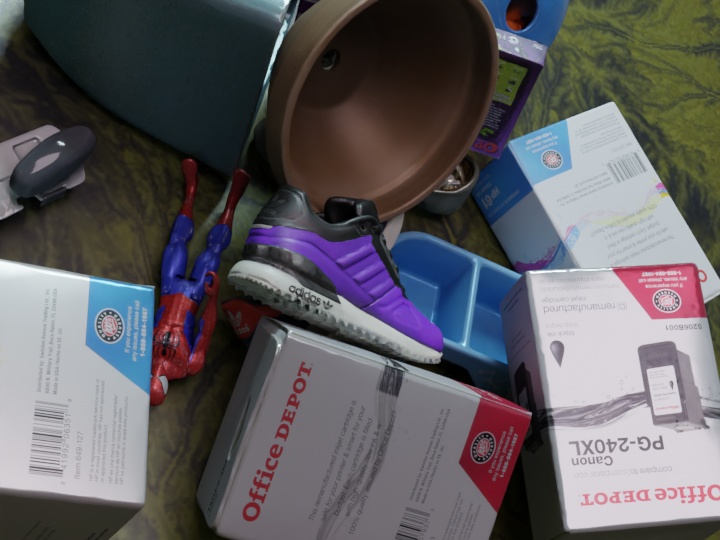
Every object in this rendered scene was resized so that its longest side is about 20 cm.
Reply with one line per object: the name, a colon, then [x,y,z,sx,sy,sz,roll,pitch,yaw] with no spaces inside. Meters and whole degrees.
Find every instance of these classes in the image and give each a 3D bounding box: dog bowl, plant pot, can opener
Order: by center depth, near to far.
can opener: [-0.276,-0.058,0.914,0.199,0.067,0.054,-29,82,-37]
plant pot: [0.000,-0.141,0.978,0.199,0.202,0.093,-15,42,-34]
plant pot: [-0.146,-0.229,1.005,0.198,0.197,0.197,19,57,-5]
dog bowl: [0.080,0.036,1.079,0.198,0.050,0.112,23,57,-17]

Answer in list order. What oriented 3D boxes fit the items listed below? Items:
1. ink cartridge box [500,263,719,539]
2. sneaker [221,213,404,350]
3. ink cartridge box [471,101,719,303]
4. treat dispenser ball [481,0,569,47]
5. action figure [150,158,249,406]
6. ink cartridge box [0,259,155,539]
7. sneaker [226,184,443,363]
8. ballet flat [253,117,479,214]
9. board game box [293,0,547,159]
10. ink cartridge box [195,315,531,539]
ink cartridge box: [0.197,0.105,1.001,0.144,0.083,0.202,-3,70,-11]
sneaker: [-0.037,-0.017,1.017,0.085,0.075,0.201,47,51,-19]
ink cartridge box: [0.209,-0.029,1.163,0.144,0.085,0.201,-22,77,-34]
treat dispenser ball: [0.082,-0.252,1.129,0.199,0.201,0.203,13,61,-23]
action figure: [-0.129,-0.003,0.951,0.065,0.099,0.202,11,62,0]
ink cartridge box: [-0.245,0.086,0.811,0.198,0.145,0.149,12,60,-24]
sneaker: [0.000,0.000,0.950,0.199,0.069,0.100,29,72,-40]
ballet flat: [0.010,-0.102,1.100,0.198,0.064,0.068,16,54,-22]
board game box: [0.039,-0.167,1.064,0.198,0.120,0.032,19,50,-3]
ink cartridge box: [0.000,0.132,0.928,0.198,0.083,0.147,20,92,-20]
